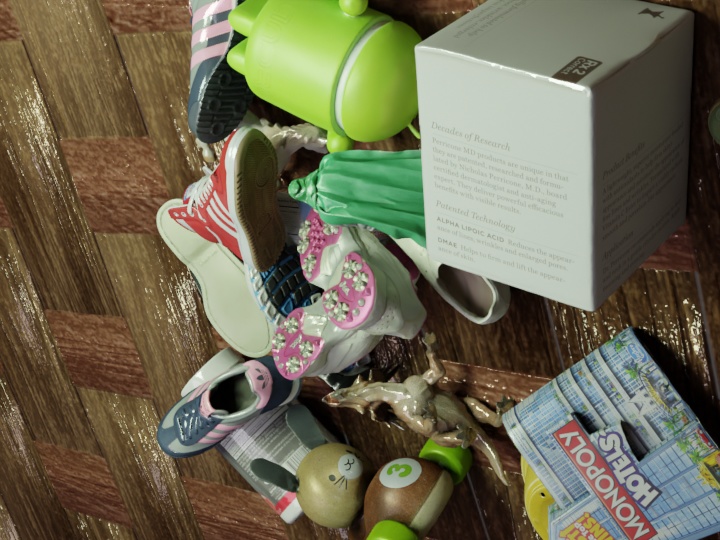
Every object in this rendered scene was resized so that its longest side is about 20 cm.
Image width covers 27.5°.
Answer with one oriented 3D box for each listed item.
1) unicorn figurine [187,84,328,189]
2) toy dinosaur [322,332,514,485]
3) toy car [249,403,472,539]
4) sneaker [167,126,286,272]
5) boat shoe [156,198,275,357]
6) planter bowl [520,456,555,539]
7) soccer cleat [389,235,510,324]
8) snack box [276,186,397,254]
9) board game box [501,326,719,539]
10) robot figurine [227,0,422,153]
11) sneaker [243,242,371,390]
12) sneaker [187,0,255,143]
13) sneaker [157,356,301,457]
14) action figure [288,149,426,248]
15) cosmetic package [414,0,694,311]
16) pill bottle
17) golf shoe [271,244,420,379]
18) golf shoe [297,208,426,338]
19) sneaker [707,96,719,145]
[{"bbox_3d":[-0.102,-0.130,1.488,0.200,0.074,0.137,27,150,9],"label":"unicorn figurine"},{"bbox_3d":[0.074,0.149,1.538,0.200,0.086,0.136,36,151,-7],"label":"toy dinosaur"},{"bbox_3d":[-0.012,0.226,1.577,0.200,0.164,0.158,34,138,4],"label":"toy car"},{"bbox_3d":[-0.139,-0.084,1.460,0.112,0.071,0.200,28,150,21],"label":"sneaker"},{"bbox_3d":[-0.152,0.004,1.648,0.074,0.066,0.199,-38,89,18],"label":"boat shoe"},{"bbox_3d":[0.224,0.226,1.447,0.200,0.083,0.201,24,132,29],"label":"planter bowl"},{"bbox_3d":[0.069,-0.031,1.396,0.069,0.078,0.200,-43,90,17],"label":"soccer cleat"},{"bbox_3d":[-0.024,-0.047,1.521,0.200,0.024,0.072,7,123,40],"label":"snack box"},{"bbox_3d":[0.227,0.191,1.350,0.200,0.062,0.200,-37,92,9],"label":"board game box"},{"bbox_3d":[-0.024,-0.189,1.342,0.200,0.116,0.176,26,132,23],"label":"robot figurine"},{"bbox_3d":[-0.074,0.050,1.595,0.087,0.075,0.200,7,133,59],"label":"sneaker"},{"bbox_3d":[-0.137,-0.226,1.429,0.082,0.070,0.200,27,105,39],"label":"sneaker"},{"bbox_3d":[-0.162,0.148,1.610,0.200,0.082,0.070,-33,73,26],"label":"sneaker"},{"bbox_3d":[0.033,-0.069,1.349,0.200,0.118,0.055,5,173,3],"label":"action figure"},{"bbox_3d":[0.159,-0.107,1.197,0.165,0.165,0.200,19,129,33],"label":"cosmetic package"},{"bbox_3d":[-0.111,0.187,1.708,0.200,0.111,0.111,45,140,8],"label":"pill bottle"},{"bbox_3d":[-0.002,0.042,1.501,0.200,0.091,0.075,-39,57,30],"label":"golf shoe"},{"bbox_3d":[0.000,0.000,1.401,0.075,0.091,0.200,-54,33,22],"label":"golf shoe"},{"bbox_3d":[0.339,-0.096,1.096,0.200,0.090,0.067,11,126,38],"label":"sneaker"}]
